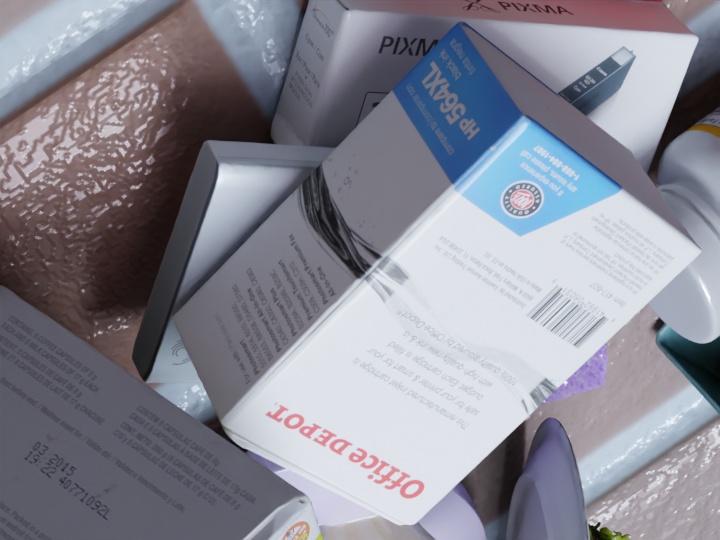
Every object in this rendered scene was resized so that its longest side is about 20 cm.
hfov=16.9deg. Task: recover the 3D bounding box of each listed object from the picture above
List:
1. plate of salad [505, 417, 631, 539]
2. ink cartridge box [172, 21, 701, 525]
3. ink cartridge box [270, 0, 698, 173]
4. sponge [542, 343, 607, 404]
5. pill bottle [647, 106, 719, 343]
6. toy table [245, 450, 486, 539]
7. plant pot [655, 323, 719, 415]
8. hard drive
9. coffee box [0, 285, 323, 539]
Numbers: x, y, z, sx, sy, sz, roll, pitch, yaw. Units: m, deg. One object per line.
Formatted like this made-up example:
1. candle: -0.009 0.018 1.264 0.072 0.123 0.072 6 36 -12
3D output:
1. plate of salad: 0.112 0.179 1.301 0.048 0.200 0.201 -1 124 -7
2. ink cartridge box: 0.034 0.007 1.130 0.200 0.084 0.146 -44 134 14
3. ink cartridge box: 0.072 -0.125 1.173 0.199 0.045 0.177 0 122 -28
4. sponge: 0.037 0.037 1.275 0.199 0.030 0.112 -15 127 -17
5. pill bottle: 0.229 -0.050 1.241 0.200 0.109 0.109 -35 132 -16
6. toy table: 0.006 0.178 1.279 0.200 0.117 0.184 16 127 -41
7. plant pot: 0.297 0.063 1.363 0.141 0.141 0.200 -48 137 10
8. hard drive: 0.000 0.000 1.186 0.199 0.027 0.132 2 127 -28
9. coffee box: -0.140 0.170 1.095 0.200 0.199 0.198 -46 148 -20
